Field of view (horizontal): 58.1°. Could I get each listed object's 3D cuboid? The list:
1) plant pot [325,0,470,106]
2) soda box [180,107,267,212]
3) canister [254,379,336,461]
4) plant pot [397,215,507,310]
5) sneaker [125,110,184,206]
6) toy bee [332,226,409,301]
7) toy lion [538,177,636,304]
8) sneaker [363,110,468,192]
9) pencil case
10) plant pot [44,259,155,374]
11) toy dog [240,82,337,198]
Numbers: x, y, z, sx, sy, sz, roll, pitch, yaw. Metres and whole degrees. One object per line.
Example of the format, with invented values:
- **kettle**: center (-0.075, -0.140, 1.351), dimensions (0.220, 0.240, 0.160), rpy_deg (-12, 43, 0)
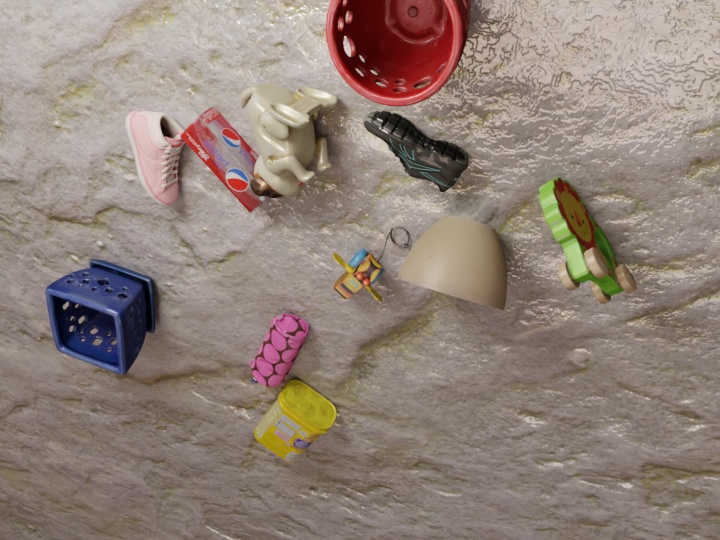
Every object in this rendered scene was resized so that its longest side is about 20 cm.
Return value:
- **plant pot**: center (0.069, -0.368, 0.959), dimensions (0.198, 0.183, 0.203), rpy_deg (11, 125, 15)
- **soda box**: center (-0.251, -0.216, 1.267), dimensions (0.070, 0.064, 0.200), rpy_deg (-32, 106, 34)
- **canister**: center (-0.169, 0.382, 1.625), dimensions (0.148, 0.087, 0.200), rpy_deg (35, 129, -4)
- **plant pot**: center (0.179, -0.022, 1.167), dimensions (0.198, 0.200, 0.136), rpy_deg (16, 91, 11)
- **sneaker**: center (-0.395, -0.225, 1.310), dimensions (0.103, 0.075, 0.202), rpy_deg (1, 119, 27)
- **toy bee**: center (0.000, 0.000, 1.285), dimensions (0.130, 0.109, 0.201), rpy_deg (26, 128, 5)
- **toy lion**: center (0.366, -0.057, 1.074), dimensions (0.068, 0.194, 0.199), rpy_deg (-29, 149, 34)
- **sneaker**: center (0.088, -0.206, 1.131), dimensions (0.198, 0.076, 0.080), rpy_deg (30, 131, 1)
- **pencil case**: center (-0.192, 0.183, 1.502), dimensions (0.093, 0.091, 0.201), rpy_deg (38, 127, 11)
- **plant pot**: center (-0.601, 0.097, 1.545), dimensions (0.198, 0.180, 0.202), rpy_deg (17, 127, 10)
- **toy dog**: center (-0.146, -0.221, 1.176), dimensions (0.192, 0.140, 0.202), rpy_deg (18, 129, 10)
